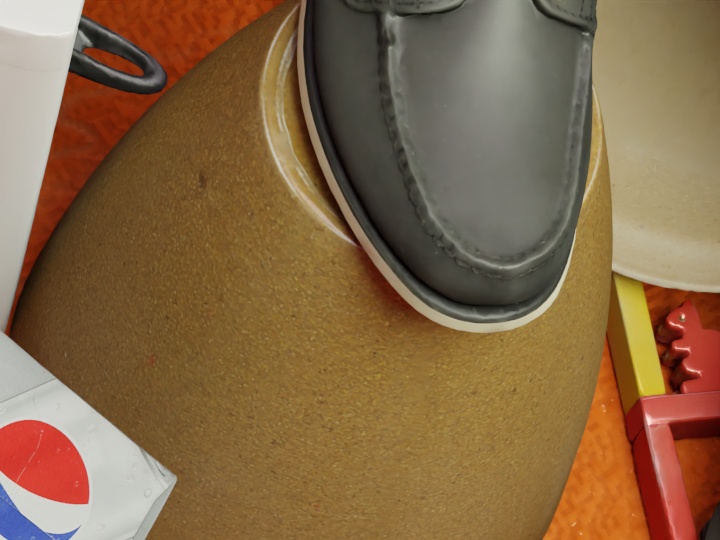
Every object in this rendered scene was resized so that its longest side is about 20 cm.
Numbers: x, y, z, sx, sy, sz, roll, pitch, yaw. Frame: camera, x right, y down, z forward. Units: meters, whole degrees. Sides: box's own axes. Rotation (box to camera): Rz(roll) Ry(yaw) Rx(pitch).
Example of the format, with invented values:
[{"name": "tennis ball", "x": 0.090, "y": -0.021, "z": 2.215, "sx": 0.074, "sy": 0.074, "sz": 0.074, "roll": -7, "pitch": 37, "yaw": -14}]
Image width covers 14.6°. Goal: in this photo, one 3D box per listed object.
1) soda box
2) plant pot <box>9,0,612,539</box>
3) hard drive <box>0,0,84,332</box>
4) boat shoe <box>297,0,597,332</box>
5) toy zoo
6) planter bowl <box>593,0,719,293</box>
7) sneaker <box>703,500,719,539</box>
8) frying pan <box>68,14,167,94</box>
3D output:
[{"name": "soda box", "x": -0.134, "y": 0.071, "z": 0.749, "sx": 0.068, "sy": 0.200, "sz": 0.064, "roll": 40, "pitch": 61, "yaw": -20}, {"name": "plant pot", "x": 0.000, "y": 0.000, "z": 0.817, "sx": 0.185, "sy": 0.200, "sz": 0.187, "roll": 5, "pitch": 66, "yaw": -12}, {"name": "hard drive", "x": -0.154, "y": -0.043, "z": 0.799, "sx": 0.131, "sy": 0.200, "sz": 0.027, "roll": 14, "pitch": 63, "yaw": -6}, {"name": "boat shoe", "x": 0.025, "y": -0.085, "z": 0.715, "sx": 0.073, "sy": 0.063, "sz": 0.202, "roll": 3, "pitch": 67, "yaw": -14}, {"name": "toy zoo", "x": 0.152, "y": 0.047, "z": 0.929, "sx": 0.131, "sy": 0.020, "sz": 0.201, "roll": -5, "pitch": 67, "yaw": -15}, {"name": "planter bowl", "x": 0.109, "y": -0.113, "z": 0.888, "sx": 0.200, "sy": 0.200, "sz": 0.135, "roll": 40, "pitch": 54, "yaw": 6}, {"name": "sneaker", "x": 0.161, "y": 0.030, "z": 0.883, "sx": 0.075, "sy": 0.079, "sz": 0.201, "roll": 16, "pitch": 62, "yaw": -3}, {"name": "frying pan", "x": -0.159, "y": -0.093, "z": 0.832, "sx": 0.115, "sy": 0.031, "sz": 0.190, "roll": -37, "pitch": 67, "yaw": -23}]
